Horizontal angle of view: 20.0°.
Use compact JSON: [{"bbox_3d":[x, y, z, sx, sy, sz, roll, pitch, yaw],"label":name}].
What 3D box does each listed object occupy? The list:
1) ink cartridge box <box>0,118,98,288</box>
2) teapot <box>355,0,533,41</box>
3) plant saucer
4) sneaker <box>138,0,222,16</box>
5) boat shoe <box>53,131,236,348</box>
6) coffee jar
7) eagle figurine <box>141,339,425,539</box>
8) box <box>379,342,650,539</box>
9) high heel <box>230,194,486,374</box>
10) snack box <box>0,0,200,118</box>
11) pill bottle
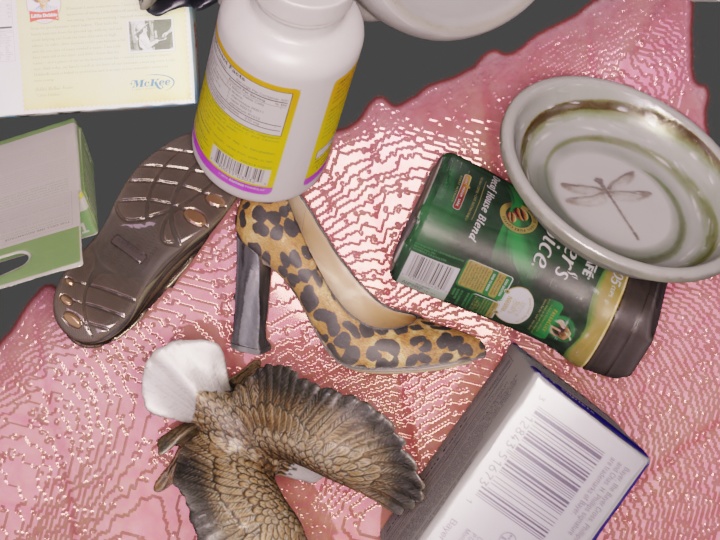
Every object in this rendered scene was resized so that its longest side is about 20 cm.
[{"bbox_3d":[-0.262,-0.024,1.466,0.145,0.200,0.048,-17,127,1],"label":"ink cartridge box"},{"bbox_3d":[0.051,-0.274,1.477,0.199,0.146,0.199,-13,120,-20],"label":"teapot"},{"bbox_3d":[0.187,-0.056,1.486,0.199,0.201,0.050,26,132,-1],"label":"plant saucer"},{"bbox_3d":[-0.153,-0.252,1.472,0.198,0.080,0.130,29,55,3],"label":"sneaker"},{"bbox_3d":[-0.158,-0.024,1.526,0.074,0.073,0.200,40,72,6],"label":"boat shoe"},{"bbox_3d":[0.129,-0.002,1.505,0.199,0.105,0.086,25,134,-2],"label":"coffee jar"},{"bbox_3d":[-0.064,0.140,1.483,0.150,0.200,0.153,-11,121,-26],"label":"eagle figurine"},{"bbox_3d":[0.106,0.164,1.468,0.105,0.200,0.184,35,93,-3],"label":"box"},{"bbox_3d":[0.000,0.000,1.522,0.199,0.071,0.144,7,100,9],"label":"high heel"},{"bbox_3d":[-0.223,-0.176,1.532,0.199,0.037,0.117,-3,93,1],"label":"snack box"},{"bbox_3d":[-0.056,-0.145,1.446,0.104,0.200,0.105,7,53,-10],"label":"pill bottle"}]
